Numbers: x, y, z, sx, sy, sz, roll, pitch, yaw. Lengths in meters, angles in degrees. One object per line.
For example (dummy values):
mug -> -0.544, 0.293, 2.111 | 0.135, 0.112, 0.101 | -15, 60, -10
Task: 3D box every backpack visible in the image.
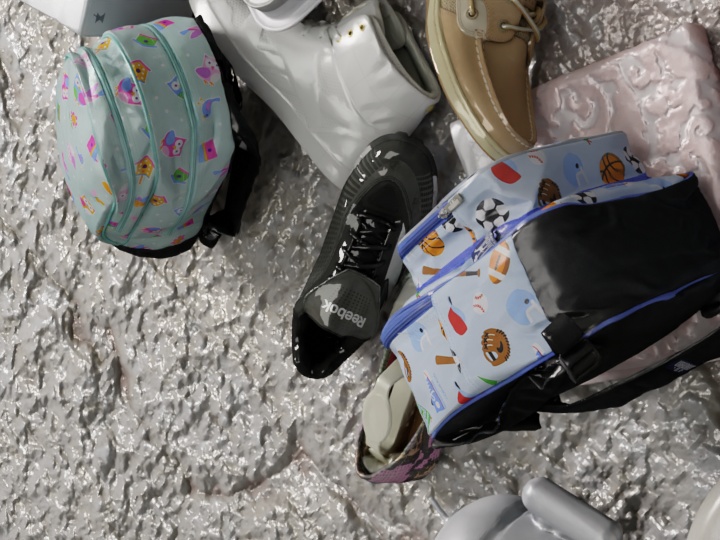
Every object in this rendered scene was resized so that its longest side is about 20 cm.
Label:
backpack -> -0.154, -0.097, 1.060 | 0.168, 0.126, 0.200 | 64, 158, 6
backpack -> 0.103, 0.017, 0.854 | 0.191, 0.199, 0.155 | -47, 63, 42

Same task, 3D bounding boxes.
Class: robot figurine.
robot figurine -> 0.121, 0.219, 0.948 | 0.199, 0.113, 0.171 | 26, 116, 31

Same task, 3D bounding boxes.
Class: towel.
towel -> 0.160, -0.032, 0.932 | 0.190, 0.032, 0.202 | -17, 88, 37

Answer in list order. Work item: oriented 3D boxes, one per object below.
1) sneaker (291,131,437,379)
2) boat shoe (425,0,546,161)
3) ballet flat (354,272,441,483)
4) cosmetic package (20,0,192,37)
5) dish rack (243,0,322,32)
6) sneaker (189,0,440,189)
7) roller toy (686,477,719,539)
sneaker -> 0.000, 0.000, 1.000 | 0.066, 0.091, 0.201 | 23, 128, -5
boat shoe -> 0.081, -0.163, 0.927 | 0.064, 0.071, 0.202 | -25, 68, 28
ballet flat -> 0.039, 0.062, 1.011 | 0.069, 0.071, 0.202 | 27, 112, 31
cosmetic package -> -0.211, -0.306, 1.108 | 0.199, 0.123, 0.201 | 32, 115, 30
dish rack -> -0.033, -0.279, 0.985 | 0.200, 0.043, 0.172 | -39, 59, 23
sneaker -> -0.027, -0.164, 1.030 | 0.200, 0.074, 0.116 | 48, 120, 10
roller toy -> 0.278, 0.164, 0.806 | 0.181, 0.139, 0.202 | 0, 94, 26
